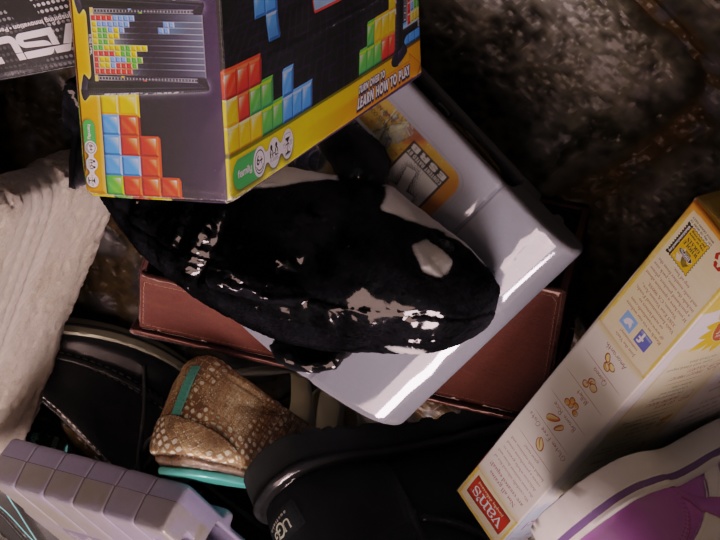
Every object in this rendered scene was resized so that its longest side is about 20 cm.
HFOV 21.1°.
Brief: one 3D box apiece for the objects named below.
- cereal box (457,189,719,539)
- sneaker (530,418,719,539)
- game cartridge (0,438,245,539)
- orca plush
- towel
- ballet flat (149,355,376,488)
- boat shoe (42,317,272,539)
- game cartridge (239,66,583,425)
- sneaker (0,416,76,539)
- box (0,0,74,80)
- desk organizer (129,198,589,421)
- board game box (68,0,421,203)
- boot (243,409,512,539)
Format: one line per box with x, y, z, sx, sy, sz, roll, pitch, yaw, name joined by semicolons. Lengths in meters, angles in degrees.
0.142;0.033;0.821;0.040;0.144;0.200;55;134;21;cereal box
0.150;0.130;0.821;0.073;0.200;0.114;-47;72;25;sneaker
-0.084;0.151;0.971;0.129;0.038;0.200;14;155;40;game cartridge
-0.045;-0.018;0.780;0.200;0.071;0.105;36;110;10;orca plush
-0.183;0.033;0.912;0.034;0.132;0.200;32;116;17;towel
-0.023;0.083;0.946;0.070;0.066;0.200;3;167;33;ballet flat
-0.099;0.094;1.004;0.200;0.062;0.075;36;132;-10;boat shoe
-0.019;-0.037;0.824;0.200;0.042;0.133;47;107;6;game cartridge
-0.208;0.096;1.050;0.200;0.075;0.079;38;117;-21;sneaker
-0.220;-0.166;0.843;0.199;0.048;0.194;-6;124;25;box
0.000;0.000;0.886;0.199;0.072;0.077;12;129;9;desk organizer
-0.034;-0.129;0.676;0.057;0.200;0.166;5;109;19;board game box
0.057;0.148;0.871;0.200;0.168;0.076;-3;144;-34;boot
